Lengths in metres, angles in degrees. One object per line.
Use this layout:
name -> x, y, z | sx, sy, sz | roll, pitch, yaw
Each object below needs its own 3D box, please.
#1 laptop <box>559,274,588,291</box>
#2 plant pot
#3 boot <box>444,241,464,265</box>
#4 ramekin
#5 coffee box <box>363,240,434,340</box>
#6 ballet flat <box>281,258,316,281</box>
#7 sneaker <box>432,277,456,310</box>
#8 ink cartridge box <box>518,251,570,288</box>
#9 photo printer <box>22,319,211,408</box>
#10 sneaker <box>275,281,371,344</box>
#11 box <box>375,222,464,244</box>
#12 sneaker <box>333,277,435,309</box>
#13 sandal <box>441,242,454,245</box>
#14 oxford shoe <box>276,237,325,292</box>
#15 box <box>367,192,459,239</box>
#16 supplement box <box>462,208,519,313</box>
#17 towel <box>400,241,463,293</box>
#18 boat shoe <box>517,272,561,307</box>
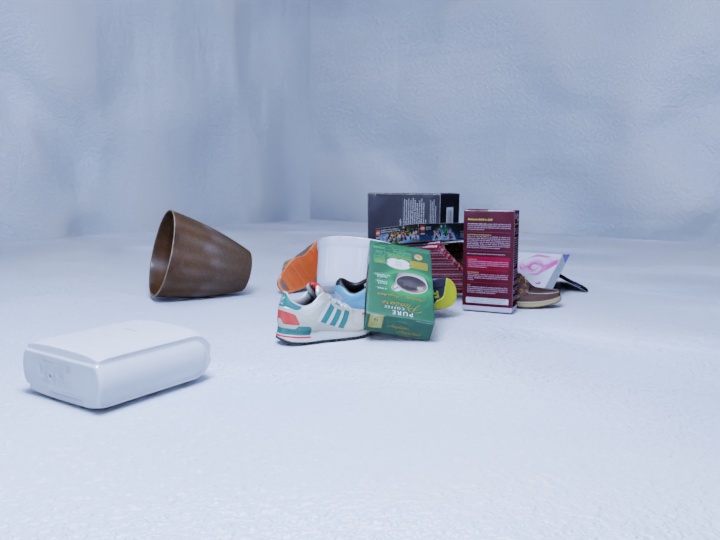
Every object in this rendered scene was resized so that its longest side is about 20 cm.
laptop -> 0.434, 0.035, 1.798 | 0.197, 0.105, 0.177 | 26, 7, -5
plant pot -> -0.349, -0.018, 1.610 | 0.196, 0.192, 0.186 | 13, 1, -29
boot -> 0.216, -0.007, 1.690 | 0.197, 0.077, 0.106 | -15, -29, 40
ramekin -> 0.000, 0.000, 1.517 | 0.195, 0.100, 0.201 | 7, -10, 1
coffee box -> 0.067, 0.031, 1.268 | 0.120, 0.045, 0.202 | 9, 39, -6
ballet flat -> -0.100, 0.008, 1.822 | 0.194, 0.072, 0.066 | -3, 34, -3
sneaker -> 0.087, 0.054, 1.422 | 0.194, 0.076, 0.082 | 0, -2, -5
ink cartridge box -> 0.367, -0.006, 1.688 | 0.192, 0.044, 0.200 | 4, 36, 32
photo printer -> -0.307, 0.114, 0.947 | 0.163, 0.071, 0.198 | 6, 10, 34
sneaker -> -0.053, 0.066, 1.222 | 0.196, 0.096, 0.070 | -5, 9, -32
box -> 0.147, -0.080, 1.588 | 0.197, 0.039, 0.135 | -4, 1, -42
sneaker -> 0.040, 0.048, 1.330 | 0.194, 0.092, 0.079 | 0, 20, 8
sandal -> 0.166, -0.031, 1.782 | 0.196, 0.083, 0.055 | -15, 34, 20
oxford shoe -> -0.142, -0.003, 1.739 | 0.072, 0.072, 0.200 | -23, 14, 44
box -> 0.140, -0.140, 1.871 | 0.194, 0.127, 0.199 | 4, 7, 22
supplement box -> 0.265, -0.022, 1.473 | 0.106, 0.206, 0.061 | 4, 8, 22
towel -> 0.169, -0.004, 1.583 | 0.142, 0.023, 0.199 | -2, -32, 44
boat shoe -> 0.328, 0.037, 1.536 | 0.194, 0.074, 0.072 | 2, 8, 9
